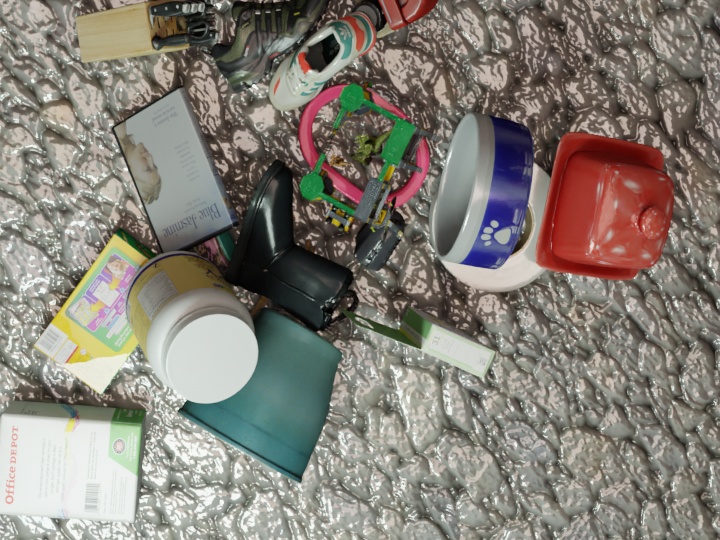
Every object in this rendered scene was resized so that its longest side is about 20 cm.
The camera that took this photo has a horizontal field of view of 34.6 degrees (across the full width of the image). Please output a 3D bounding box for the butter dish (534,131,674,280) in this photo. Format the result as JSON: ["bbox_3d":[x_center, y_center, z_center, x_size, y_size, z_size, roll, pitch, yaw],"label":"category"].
[{"bbox_3d":[0.369,-0.078,1.624,0.197,0.147,0.203,7,100,-28],"label":"butter dish"}]

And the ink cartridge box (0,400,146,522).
[{"bbox_3d":[-0.412,0.271,1.650,0.196,0.084,0.147,5,98,-7],"label":"ink cartridge box"}]

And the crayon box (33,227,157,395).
[{"bbox_3d":[-0.353,0.058,1.636,0.118,0.058,0.201,37,94,-10],"label":"crayon box"}]

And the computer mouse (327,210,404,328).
[{"bbox_3d":[0.000,0.000,1.675,0.058,0.034,0.202,30,95,-10],"label":"computer mouse"}]

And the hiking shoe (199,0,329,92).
[{"bbox_3d":[-0.126,-0.341,1.586,0.200,0.076,0.101,-44,104,3],"label":"hiking shoe"}]

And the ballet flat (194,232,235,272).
[{"bbox_3d":[-0.232,-0.091,1.626,0.070,0.069,0.203,-13,101,16],"label":"ballet flat"}]

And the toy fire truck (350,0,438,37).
[{"bbox_3d":[0.071,-0.432,1.549,0.198,0.129,0.178,-18,102,32],"label":"toy fire truck"}]

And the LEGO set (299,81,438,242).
[{"bbox_3d":[0.017,-0.151,1.600,0.152,0.116,0.203,21,97,22],"label":"LEGO set"}]

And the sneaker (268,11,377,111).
[{"bbox_3d":[-0.071,-0.278,1.556,0.199,0.093,0.071,-31,88,36],"label":"sneaker"}]

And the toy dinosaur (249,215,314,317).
[{"bbox_3d":[-0.122,-0.017,1.659,0.104,0.060,0.204,3,105,7],"label":"toy dinosaur"}]

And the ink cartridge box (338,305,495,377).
[{"bbox_3d":[0.077,0.082,1.630,0.198,0.145,0.049,25,92,-14],"label":"ink cartridge box"}]

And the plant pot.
[{"bbox_3d":[-0.124,0.164,1.615,0.198,0.200,0.190,31,82,-9],"label":"plant pot"}]

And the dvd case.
[{"bbox_3d":[-0.255,-0.130,1.582,0.141,0.017,0.203,-22,91,34],"label":"dvd case"}]

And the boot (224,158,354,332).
[{"bbox_3d":[-0.081,-0.031,1.575,0.166,0.076,0.202,25,114,6],"label":"boot"}]

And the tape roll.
[{"bbox_3d":[0.198,-0.071,1.681,0.199,0.037,0.207,-1,98,-5],"label":"tape roll"}]

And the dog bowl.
[{"bbox_3d":[0.163,-0.106,1.553,0.077,0.200,0.204,11,98,-9],"label":"dog bowl"}]

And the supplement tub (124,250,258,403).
[{"bbox_3d":[-0.223,0.073,1.528,0.143,0.200,0.148,-10,116,-21],"label":"supplement tub"}]

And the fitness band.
[{"bbox_3d":[0.005,-0.177,1.648,0.199,0.037,0.144,36,97,-9],"label":"fitness band"}]

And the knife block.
[{"bbox_3d":[-0.283,-0.319,1.523,0.196,0.176,0.065,-8,99,-4],"label":"knife block"}]
